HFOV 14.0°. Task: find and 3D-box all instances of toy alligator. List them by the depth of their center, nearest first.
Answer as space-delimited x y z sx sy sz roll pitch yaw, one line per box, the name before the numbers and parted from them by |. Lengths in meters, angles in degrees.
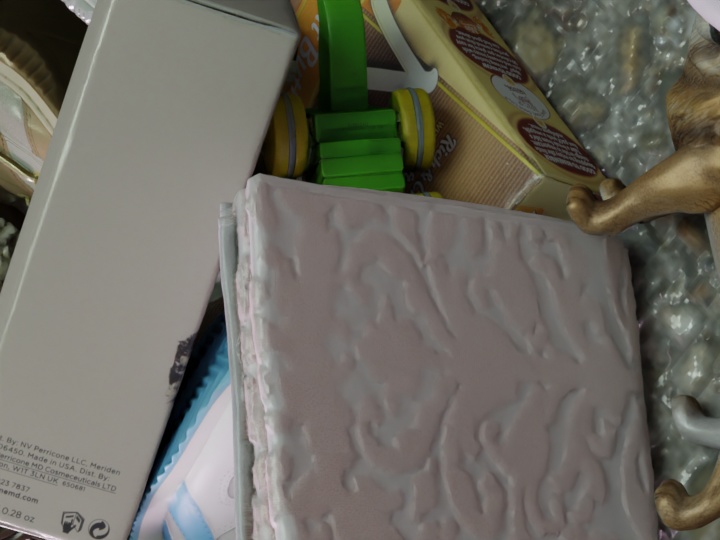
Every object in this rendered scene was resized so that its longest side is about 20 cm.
toy alligator | 0.000 0.000 1.049 0.054 0.059 0.201 122 141 -72

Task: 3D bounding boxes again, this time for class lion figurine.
lion figurine | 0.144 -0.002 1.002 0.122 0.072 0.201 -22 81 25

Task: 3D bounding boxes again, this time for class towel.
towel | 0.032 0.075 0.984 0.032 0.191 0.201 -17 72 45

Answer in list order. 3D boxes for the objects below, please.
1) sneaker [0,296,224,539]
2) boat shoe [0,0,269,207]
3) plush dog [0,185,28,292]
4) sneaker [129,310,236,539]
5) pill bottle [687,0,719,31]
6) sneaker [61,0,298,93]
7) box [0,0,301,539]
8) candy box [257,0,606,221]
sneaker | -0.108 0.067 1.144 0.200 0.071 0.076 -23 37 -6
boat shoe | -0.116 -0.061 1.134 0.200 0.074 0.066 41 134 18
plush dog | -0.174 -0.006 1.202 0.160 0.200 0.172 -26 71 -2
sneaker | -0.043 0.094 1.076 0.077 0.081 0.200 -74 1 -50
pill bottle | 0.183 -0.099 0.895 0.111 0.200 0.111 -9 75 36
sneaker | -0.082 -0.141 1.127 0.200 0.076 0.088 43 106 38
box | -0.085 -0.008 1.034 0.082 0.068 0.201 -105 34 -73
candy box | -0.001 -0.061 1.128 0.115 0.055 0.200 -48 55 22
